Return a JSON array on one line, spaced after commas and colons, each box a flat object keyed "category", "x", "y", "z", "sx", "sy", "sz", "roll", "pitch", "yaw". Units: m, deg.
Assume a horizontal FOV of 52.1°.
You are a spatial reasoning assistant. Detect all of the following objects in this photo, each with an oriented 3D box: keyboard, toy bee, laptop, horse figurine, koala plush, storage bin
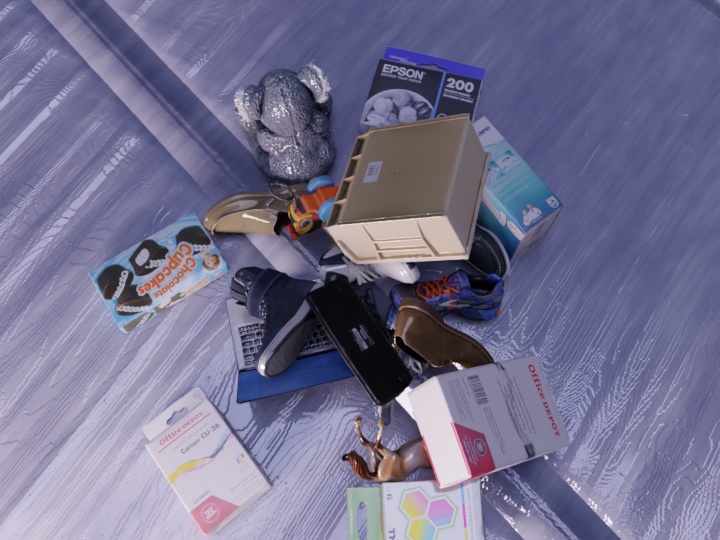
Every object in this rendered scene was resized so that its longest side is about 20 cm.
[{"category": "keyboard", "x": 0.004, "y": 0.103, "z": 1.103, "sx": 0.104, "sy": 0.040, "sz": 0.200, "roll": -25, "pitch": 74, "yaw": -30}, {"category": "toy bee", "x": -0.074, "y": -0.100, "z": 1.191, "sx": 0.199, "sy": 0.109, "sz": 0.131, "roll": 14, "pitch": 43, "yaw": -22}, {"category": "laptop", "x": -0.110, "y": 0.100, "z": 1.146, "sx": 0.186, "sy": 0.116, "sz": 0.201, "roll": -12, "pitch": 70, "yaw": -5}, {"category": "horse figurine", "x": 0.068, "y": 0.266, "z": 1.105, "sx": 0.199, "sy": 0.050, "sz": 0.133, "roll": -18, "pitch": 105, "yaw": -12}, {"category": "koala plush", "x": -0.119, "y": -0.258, "z": 1.228, "sx": 0.176, "sy": 0.200, "sz": 0.185, "roll": -15, "pitch": 66, "yaw": -6}, {"category": "storage bin", "x": 0.072, "y": -0.119, "z": 1.097, "sx": 0.198, "sy": 0.094, "sz": 0.201, "roll": -3, "pitch": 53, "yaw": 29}]

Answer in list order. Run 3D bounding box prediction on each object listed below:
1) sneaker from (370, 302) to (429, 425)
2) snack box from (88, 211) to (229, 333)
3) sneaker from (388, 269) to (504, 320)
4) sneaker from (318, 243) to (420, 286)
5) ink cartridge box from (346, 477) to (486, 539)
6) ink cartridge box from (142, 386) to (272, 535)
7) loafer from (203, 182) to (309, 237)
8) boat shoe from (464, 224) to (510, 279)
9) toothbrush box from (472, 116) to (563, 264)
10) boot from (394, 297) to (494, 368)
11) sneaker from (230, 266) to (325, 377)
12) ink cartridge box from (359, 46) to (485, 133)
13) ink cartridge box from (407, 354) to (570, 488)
[{"category": "sneaker", "x": 0.068, "y": 0.146, "z": 1.153, "sx": 0.085, "sy": 0.077, "sz": 0.201, "roll": 13, "pitch": 70, "yaw": 0}, {"category": "snack box", "x": -0.333, "y": 0.002, "z": 1.223, "sx": 0.200, "sy": 0.037, "sz": 0.116, "roll": -32, "pitch": 73, "yaw": -12}, {"category": "sneaker", "x": 0.139, "y": 0.032, "z": 1.166, "sx": 0.199, "sy": 0.079, "sz": 0.076, "roll": -3, "pitch": 47, "yaw": -21}, {"category": "sneaker", "x": 0.000, "y": 0.000, "z": 1.164, "sx": 0.129, "sy": 0.080, "sz": 0.199, "roll": -39, "pitch": 39, "yaw": -11}, {"category": "ink cartridge box", "x": 0.079, "y": 0.363, "z": 1.078, "sx": 0.199, "sy": 0.059, "sz": 0.104, "roll": -2, "pitch": 71, "yaw": -1}, {"category": "ink cartridge box", "x": -0.238, "y": 0.277, "z": 1.105, "sx": 0.116, "sy": 0.068, "sz": 0.200, "roll": -37, "pitch": 74, "yaw": -13}, {"category": "loafer", "x": -0.164, "y": -0.093, "z": 1.239, "sx": 0.199, "sy": 0.076, "sz": 0.068, "roll": -17, "pitch": 64, "yaw": -6}, {"category": "boat shoe", "x": 0.164, "y": -0.057, "z": 1.222, "sx": 0.060, "sy": 0.076, "sz": 0.200, "roll": -14, "pitch": 54, "yaw": -45}, {"category": "toothbrush box", "x": 0.223, "y": -0.128, "z": 1.216, "sx": 0.085, "sy": 0.147, "sz": 0.200, "roll": -35, "pitch": 72, "yaw": -13}, {"category": "boot", "x": 0.124, "y": 0.122, "z": 1.124, "sx": 0.200, "sy": 0.073, "sz": 0.076, "roll": 34, "pitch": 61, "yaw": -29}, {"category": "sneaker", "x": -0.148, "y": 0.070, "z": 1.109, "sx": 0.146, "sy": 0.077, "sz": 0.202, "roll": 19, "pitch": 37, "yaw": 12}, {"category": "ink cartridge box", "x": 0.118, "y": -0.320, "z": 1.343, "sx": 0.197, "sy": 0.043, "sz": 0.201, "roll": 14, "pitch": 69, "yaw": 5}, {"category": "ink cartridge box", "x": 0.189, "y": 0.217, "z": 1.079, "sx": 0.199, "sy": 0.084, "sz": 0.145, "roll": -6, "pitch": 68, "yaw": -33}]
